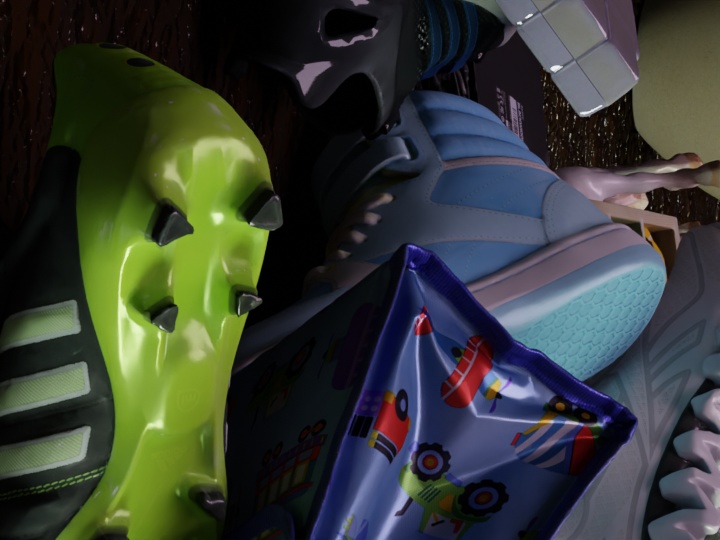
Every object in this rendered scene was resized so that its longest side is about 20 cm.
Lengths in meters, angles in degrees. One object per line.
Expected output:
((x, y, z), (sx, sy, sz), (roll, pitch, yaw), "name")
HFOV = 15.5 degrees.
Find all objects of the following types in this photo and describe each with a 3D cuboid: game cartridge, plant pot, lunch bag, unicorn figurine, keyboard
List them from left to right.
((-0.026, 0.115, 0.766), (0.150, 0.094, 0.200), (-36, -160, 50), "lunch bag")
((0.044, -0.056, 1.103), (0.104, 0.040, 0.201), (31, 50, -57), "keyboard")
((0.054, -0.140, 0.971), (0.130, 0.038, 0.200), (57, 15, -19), "game cartridge")
((0.096, -0.032, 1.218), (0.200, 0.137, 0.074), (93, -5, -74), "unicorn figurine")
((0.244, -0.126, 1.652), (0.200, 0.134, 0.201), (7, 90, -74), "plant pot")

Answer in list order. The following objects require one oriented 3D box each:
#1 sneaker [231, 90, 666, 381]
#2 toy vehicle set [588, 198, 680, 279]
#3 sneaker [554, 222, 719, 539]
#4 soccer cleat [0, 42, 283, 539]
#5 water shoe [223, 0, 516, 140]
((0.000, 0.000, 0.960), (0.200, 0.131, 0.080), (-16, 141, -37), "sneaker")
((0.109, 0.073, 1.096), (0.124, 0.026, 0.201), (5, 76, -60), "toy vehicle set")
((0.106, 0.055, 1.006), (0.075, 0.081, 0.200), (95, 12, -50), "sneaker")
((-0.072, 0.034, 0.715), (0.067, 0.081, 0.201), (-4, 123, -36), "soccer cleat")
((-0.001, -0.088, 0.947), (0.079, 0.071, 0.200), (-67, 161, 5), "water shoe")
